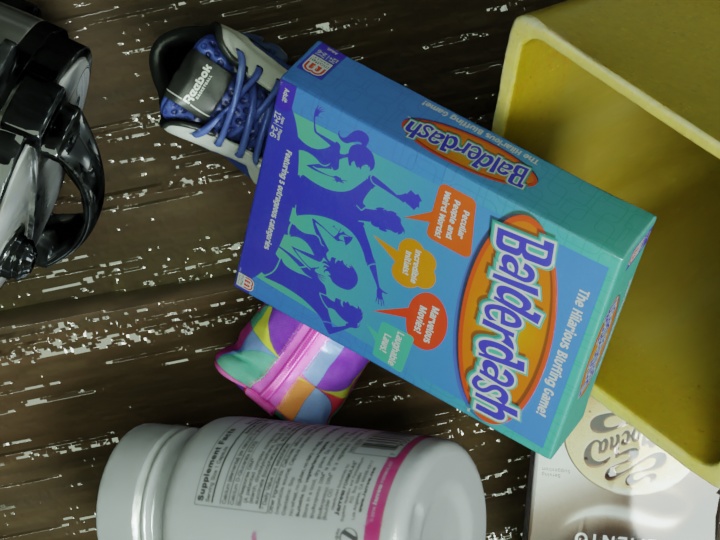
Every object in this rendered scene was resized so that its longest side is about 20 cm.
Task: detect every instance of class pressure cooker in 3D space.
[{"bbox_3d":[-0.238,-0.072,1.470,0.200,0.176,0.179,23,105,3],"label":"pressure cooker"}]

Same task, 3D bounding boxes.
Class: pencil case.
[{"bbox_3d":[0.000,0.000,1.516,0.088,0.088,0.200,34,102,-3],"label":"pencil case"}]

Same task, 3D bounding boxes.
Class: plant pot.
[{"bbox_3d":[0.200,-0.045,1.390,0.194,0.200,0.196,37,137,28],"label":"plant pot"}]

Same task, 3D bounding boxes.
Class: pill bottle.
[{"bbox_3d":[-0.041,0.142,1.477,0.200,0.113,0.113,4,103,28],"label":"pill bottle"}]

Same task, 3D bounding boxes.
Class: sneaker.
[{"bbox_3d":[-0.050,-0.076,1.445,0.199,0.115,0.081,36,100,29],"label":"sneaker"}]

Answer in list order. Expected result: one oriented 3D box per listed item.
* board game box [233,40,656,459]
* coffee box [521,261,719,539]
[{"bbox_3d":[0.039,-0.009,1.358,0.200,0.045,0.152,28,134,14],"label":"board game box"},{"bbox_3d":[0.157,0.086,1.525,0.113,0.080,0.200,4,101,2],"label":"coffee box"}]
